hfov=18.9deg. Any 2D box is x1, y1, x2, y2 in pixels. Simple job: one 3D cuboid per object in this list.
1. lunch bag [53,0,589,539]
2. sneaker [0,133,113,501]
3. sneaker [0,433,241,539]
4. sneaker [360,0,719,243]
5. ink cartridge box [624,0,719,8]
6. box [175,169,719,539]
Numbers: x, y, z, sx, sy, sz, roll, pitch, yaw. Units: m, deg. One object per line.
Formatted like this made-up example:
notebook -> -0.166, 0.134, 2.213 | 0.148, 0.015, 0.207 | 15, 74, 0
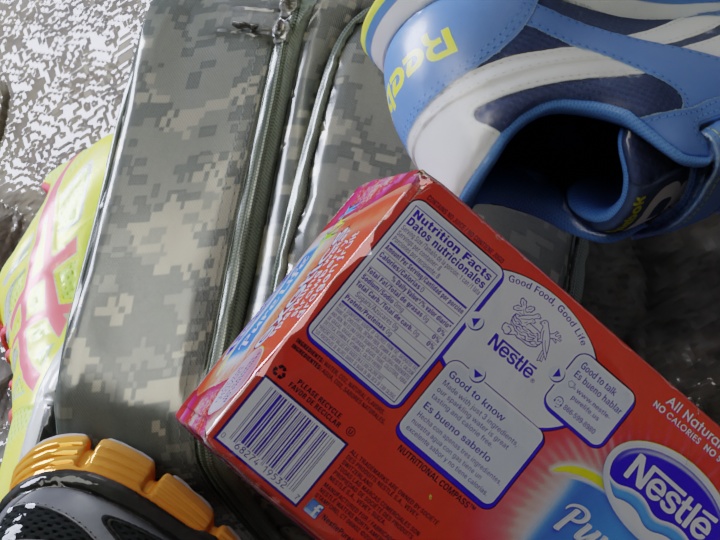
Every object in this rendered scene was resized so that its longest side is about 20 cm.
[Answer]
lunch bag -> 0.000, 0.000, 0.774 | 0.167, 0.139, 0.201 | 5, 64, 15
sneaker -> -0.111, 0.031, 0.864 | 0.090, 0.078, 0.201 | -11, 51, 35
sneaker -> -0.039, 0.135, 0.696 | 0.200, 0.078, 0.077 | 29, 38, 3
sneaker -> 0.099, -0.044, 0.674 | 0.199, 0.074, 0.082 | 2, 51, -17
ink cartridge box -> 0.137, -0.165, 0.722 | 0.145, 0.200, 0.148 | -39, 47, 26
box -> 0.053, 0.071, 0.644 | 0.100, 0.200, 0.095 | -51, 8, -6
